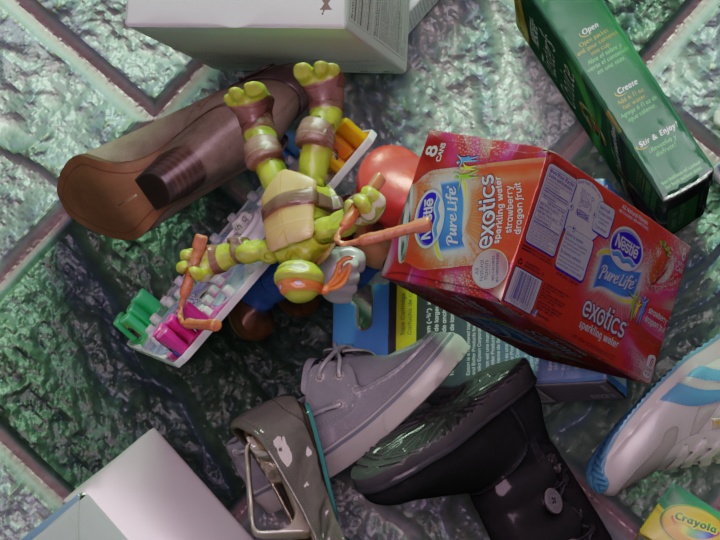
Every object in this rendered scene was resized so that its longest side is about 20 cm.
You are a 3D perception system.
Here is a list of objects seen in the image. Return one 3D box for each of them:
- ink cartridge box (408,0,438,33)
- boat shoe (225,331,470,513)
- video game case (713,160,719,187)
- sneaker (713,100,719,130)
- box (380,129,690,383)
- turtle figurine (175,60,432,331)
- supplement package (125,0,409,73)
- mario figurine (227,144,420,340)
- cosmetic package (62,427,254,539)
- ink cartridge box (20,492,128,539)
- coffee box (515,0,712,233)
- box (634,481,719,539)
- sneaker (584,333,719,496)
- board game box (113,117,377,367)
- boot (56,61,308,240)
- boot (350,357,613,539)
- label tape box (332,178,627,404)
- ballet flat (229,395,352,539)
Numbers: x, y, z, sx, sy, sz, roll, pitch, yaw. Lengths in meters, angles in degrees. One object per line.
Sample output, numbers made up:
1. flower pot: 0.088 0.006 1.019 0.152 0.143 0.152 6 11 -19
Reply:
1. ink cartridge box: 0.006 -0.292 1.564 0.196 0.043 0.200 39 83 13
2. boat shoe: -0.015 0.090 1.410 0.201 0.070 0.072 -38 94 28
3. video game case: 0.373 -0.041 1.434 0.182 0.022 0.200 -36 87 15
4. sneaker: 0.345 -0.090 1.481 0.200 0.075 0.087 27 92 13
5. box: 0.114 -0.006 1.303 0.095 0.200 0.100 13 81 38
6. turtle figurine: -0.032 -0.046 1.286 0.200 0.064 0.161 -22 60 35
7. supplement package: -0.056 -0.224 1.430 0.152 0.200 0.151 2 88 13
8. mario figurine: 0.000 0.000 1.375 0.106 0.200 0.123 35 49 -23
9. cosmetic package: -0.105 0.215 1.402 0.085 0.108 0.200 -41 75 -17
10. ink cartridge box: -0.175 0.251 1.367 0.076 0.200 0.136 -37 76 -26
11. coffee box: 0.175 -0.125 1.461 0.044 0.123 0.200 -31 77 -1
12. box: 0.276 0.219 1.373 0.200 0.117 0.048 35 81 11
13. sneaker: 0.237 0.099 1.405 0.200 0.077 0.081 -33 78 -26
14. board game box: -0.086 -0.024 1.422 0.026 0.200 0.200 42 81 -13
15. boot: -0.118 -0.090 1.480 0.146 0.200 0.070 -39 110 -28
16. boot: 0.095 0.181 1.358 0.165 0.066 0.200 -31 103 -36
17. label tape box: 0.084 0.019 1.459 0.200 0.063 0.144 -4 75 21
18. ballet flat: -0.034 0.178 1.345 0.064 0.067 0.200 -17 70 -14
